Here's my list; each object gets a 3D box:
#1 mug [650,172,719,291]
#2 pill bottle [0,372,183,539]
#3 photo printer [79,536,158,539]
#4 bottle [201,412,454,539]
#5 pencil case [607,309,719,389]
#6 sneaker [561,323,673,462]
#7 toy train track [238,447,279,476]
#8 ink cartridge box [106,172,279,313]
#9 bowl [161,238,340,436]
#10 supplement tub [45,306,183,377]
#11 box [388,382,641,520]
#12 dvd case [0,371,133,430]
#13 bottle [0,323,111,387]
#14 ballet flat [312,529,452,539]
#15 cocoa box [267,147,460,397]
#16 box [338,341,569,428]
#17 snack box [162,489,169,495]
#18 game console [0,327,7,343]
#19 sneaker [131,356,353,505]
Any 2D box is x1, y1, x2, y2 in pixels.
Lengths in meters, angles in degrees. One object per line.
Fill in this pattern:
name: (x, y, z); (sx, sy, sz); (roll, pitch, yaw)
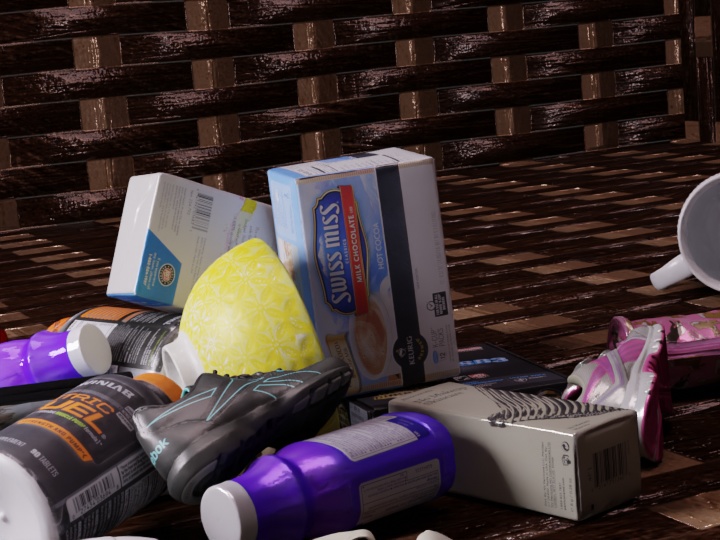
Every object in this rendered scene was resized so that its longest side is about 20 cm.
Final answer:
mug: (0.449, -0.037, 2.008); (0.199, 0.148, 0.175); (-34, -3, 13)
pill bottle: (-0.205, 0.143, 1.197); (0.105, 0.107, 0.200); (0, 18, 30)
photo printer: (-0.175, 0.212, 0.932); (0.165, 0.070, 0.200); (-8, 9, -18)
bottle: (-0.023, 0.156, 1.173); (0.199, 0.066, 0.083); (-13, 11, -41)
pencil case: (0.330, 0.072, 1.515); (0.198, 0.087, 0.083); (-6, 42, -7)
sneaker: (0.217, 0.100, 1.372); (0.087, 0.082, 0.200); (-4, 13, 17)
toy train track: (-0.118, 0.158, 1.322); (0.114, 0.033, 0.199); (35, -20, -28)
ink cartridge box: (-0.127, -0.009, 1.514); (0.199, 0.117, 0.067); (17, -11, -32)
bowl: (-0.105, 0.083, 1.362); (0.107, 0.202, 0.200); (-19, 13, -16)
supplement tub: (-0.210, 0.098, 1.508); (0.199, 0.124, 0.122); (3, 12, 42)
box: (0.117, 0.137, 1.253); (0.082, 0.069, 0.199); (-13, 13, -43)
dvd case: (-0.304, 0.130, 1.398); (0.142, 0.018, 0.199); (-5, -16, -40)
bottle: (-0.316, 0.102, 1.460); (0.199, 0.066, 0.083); (-21, -21, 24)
ballet flat: (0.024, 0.190, 0.988); (0.198, 0.063, 0.067); (-5, 9, -1)
cocoa box: (0.000, 0.000, 1.456); (0.130, 0.202, 0.133); (-9, 9, -13)
box: (0.069, 0.116, 1.484); (0.198, 0.050, 0.198); (-7, 10, -17)
snack box: (-0.264, 0.166, 1.330); (0.198, 0.054, 0.142); (-10, 11, -26)
game console: (-0.462, 0.119, 1.553); (0.118, 0.174, 0.199); (34, 32, 32)
sneaker: (-0.084, 0.100, 1.208); (0.079, 0.076, 0.199); (41, 39, 22)
